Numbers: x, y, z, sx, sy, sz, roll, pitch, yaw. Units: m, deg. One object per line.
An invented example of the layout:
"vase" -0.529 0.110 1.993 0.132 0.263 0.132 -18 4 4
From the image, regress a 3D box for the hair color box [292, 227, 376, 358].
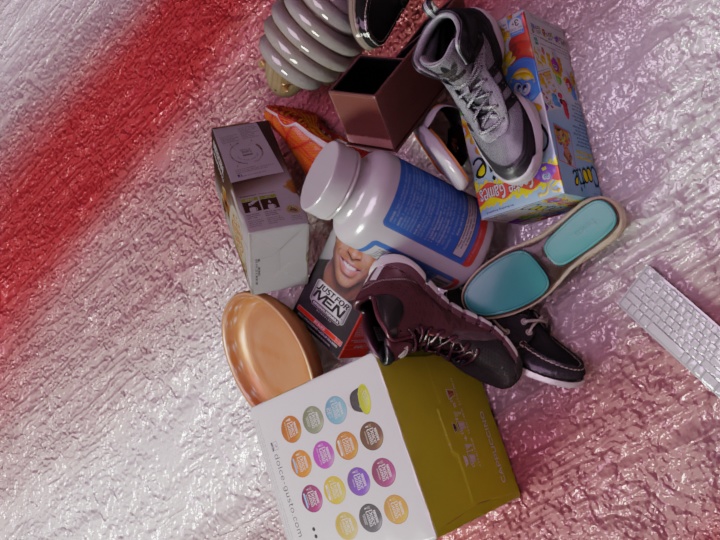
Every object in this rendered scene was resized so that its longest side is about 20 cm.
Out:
"hair color box" 0.000 0.000 1.220 0.101 0.061 0.201 37 110 32

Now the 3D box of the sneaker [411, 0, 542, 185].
"sneaker" 0.112 -0.181 0.977 0.075 0.113 0.202 -27 73 34

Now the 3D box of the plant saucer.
"plant saucer" -0.112 0.117 1.278 0.200 0.037 0.202 29 130 40

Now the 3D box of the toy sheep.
"toy sheep" -0.054 -0.301 1.220 0.138 0.137 0.200 49 116 26

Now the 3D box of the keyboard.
"keyboard" 0.351 0.080 0.991 0.200 0.011 0.056 47 115 28

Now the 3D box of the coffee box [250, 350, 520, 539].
"coffee box" 0.031 0.208 1.107 0.197 0.199 0.201 -27 76 33

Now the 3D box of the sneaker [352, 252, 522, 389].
"sneaker" 0.070 0.080 1.015 0.200 0.116 0.076 38 133 3

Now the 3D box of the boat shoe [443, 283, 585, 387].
"boat shoe" 0.172 0.063 1.088 0.200 0.074 0.061 34 114 40

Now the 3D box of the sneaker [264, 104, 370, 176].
"sneaker" -0.065 -0.156 1.266 0.200 0.073 0.078 42 123 33

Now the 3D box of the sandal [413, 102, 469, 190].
"sandal" 0.103 -0.148 1.106 0.059 0.079 0.207 -33 26 4

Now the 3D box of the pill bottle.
"pill bottle" 0.039 -0.065 1.074 0.112 0.199 0.113 -47 28 36

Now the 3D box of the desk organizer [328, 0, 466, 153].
"desk organizer" 0.052 -0.231 1.104 0.071 0.077 0.200 14 54 35

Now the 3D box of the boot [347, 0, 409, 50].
"boot" 0.075 -0.354 1.132 0.150 0.073 0.201 6 67 40

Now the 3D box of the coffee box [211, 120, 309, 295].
"coffee box" -0.129 -0.084 1.241 0.115 0.079 0.201 96 157 -48

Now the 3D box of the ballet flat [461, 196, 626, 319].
"ballet flat" 0.202 -0.011 1.057 0.199 0.069 0.070 -33 70 18

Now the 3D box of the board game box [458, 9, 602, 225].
"board game box" 0.179 -0.162 1.063 0.102 0.105 0.202 -17 78 35
